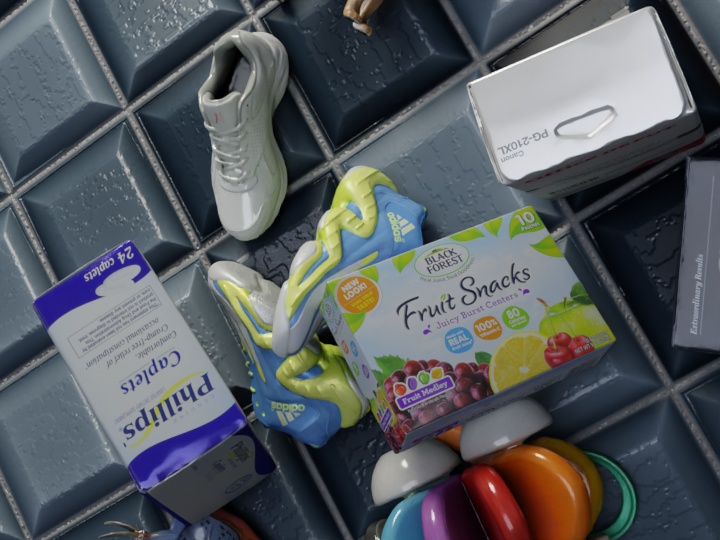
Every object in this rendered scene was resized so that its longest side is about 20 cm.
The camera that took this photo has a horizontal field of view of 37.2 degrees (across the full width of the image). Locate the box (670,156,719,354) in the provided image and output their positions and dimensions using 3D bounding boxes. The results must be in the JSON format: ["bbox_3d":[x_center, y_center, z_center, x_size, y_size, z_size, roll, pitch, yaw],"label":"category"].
[{"bbox_3d":[0.349,-0.006,0.822,0.199,0.107,0.149,6,93,19],"label":"box"}]

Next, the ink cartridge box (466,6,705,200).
[{"bbox_3d":[0.183,-0.121,0.833,0.144,0.200,0.085,-21,83,19],"label":"ink cartridge box"}]

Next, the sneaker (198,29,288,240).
[{"bbox_3d":[-0.119,-0.129,0.998,0.078,0.099,0.201,-1,90,20],"label":"sneaker"}]

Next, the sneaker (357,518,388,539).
[{"bbox_3d":[0.055,0.323,0.963,0.079,0.075,0.200,-44,70,29],"label":"sneaker"}]

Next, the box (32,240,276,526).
[{"bbox_3d":[-0.178,0.107,0.956,0.105,0.184,0.200,-33,70,-9],"label":"box"}]

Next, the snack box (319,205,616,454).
[{"bbox_3d":[0.087,0.044,0.879,0.199,0.053,0.143,-21,66,-20],"label":"snack box"}]

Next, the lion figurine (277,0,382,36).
[{"bbox_3d":[-0.010,-0.290,0.973,0.200,0.072,0.123,27,92,22],"label":"lion figurine"}]

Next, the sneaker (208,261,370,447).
[{"bbox_3d":[-0.085,0.085,0.993,0.200,0.076,0.105,41,104,14],"label":"sneaker"}]

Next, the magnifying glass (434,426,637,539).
[{"bbox_3d":[0.147,0.175,0.945,0.199,0.022,0.080,24,99,19],"label":"magnifying glass"}]

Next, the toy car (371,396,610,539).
[{"bbox_3d":[0.100,0.209,0.871,0.199,0.150,0.176,-28,82,15],"label":"toy car"}]

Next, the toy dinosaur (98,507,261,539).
[{"bbox_3d":[-0.150,0.250,1.047,0.199,0.105,0.182,-16,73,-14],"label":"toy dinosaur"}]

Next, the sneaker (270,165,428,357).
[{"bbox_3d":[0.000,0.000,0.936,0.105,0.076,0.201,23,65,6],"label":"sneaker"}]
